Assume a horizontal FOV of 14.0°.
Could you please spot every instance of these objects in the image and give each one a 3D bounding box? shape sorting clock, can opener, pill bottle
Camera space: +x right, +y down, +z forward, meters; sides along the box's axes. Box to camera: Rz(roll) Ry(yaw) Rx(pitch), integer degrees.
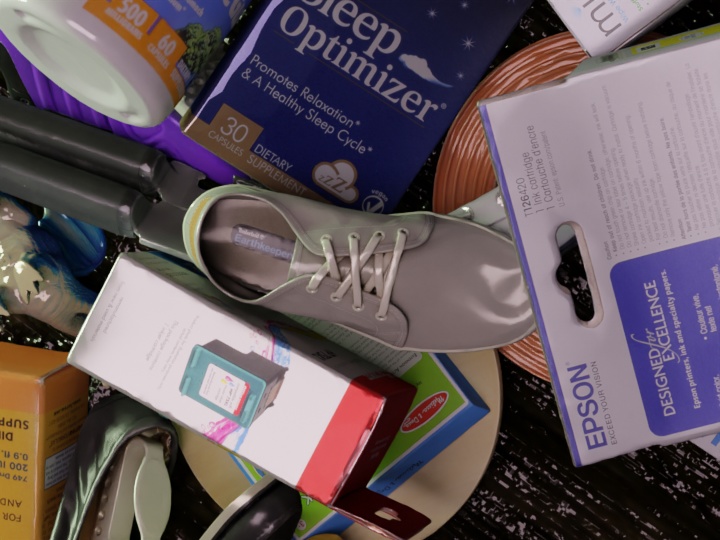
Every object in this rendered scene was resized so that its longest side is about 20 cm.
[{"bbox_3d":[-0.016,0.063,1.633,0.200,0.039,0.200,3,98,22],"label":"shape sorting clock"},{"bbox_3d":[-0.126,-0.036,1.601,0.200,0.067,0.053,20,64,14],"label":"can opener"},{"bbox_3d":[-0.094,-0.184,1.538,0.112,0.112,0.200,32,75,9],"label":"pill bottle"}]

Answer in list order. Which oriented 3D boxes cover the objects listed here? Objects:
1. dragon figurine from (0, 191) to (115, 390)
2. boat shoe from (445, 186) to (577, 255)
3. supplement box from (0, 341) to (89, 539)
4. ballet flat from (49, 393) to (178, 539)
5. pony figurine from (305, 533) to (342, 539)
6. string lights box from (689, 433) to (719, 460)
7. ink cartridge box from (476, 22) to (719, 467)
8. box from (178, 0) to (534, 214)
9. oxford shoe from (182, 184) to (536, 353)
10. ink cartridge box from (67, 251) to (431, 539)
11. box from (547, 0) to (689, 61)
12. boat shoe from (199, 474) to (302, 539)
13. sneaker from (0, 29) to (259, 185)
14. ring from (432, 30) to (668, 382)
[{"bbox_3d":[-0.185,-0.012,1.661,0.059,0.099,0.200,-45,67,21],"label":"dragon figurine"},{"bbox_3d":[0.101,-0.046,1.540,0.200,0.074,0.065,-35,83,13],"label":"boat shoe"},{"bbox_3d":[-0.201,0.146,1.693,0.066,0.069,0.200,7,105,18],"label":"supplement box"},{"bbox_3d":[-0.147,0.167,1.650,0.068,0.068,0.200,10,87,51],"label":"ballet flat"},{"bbox_3d":[0.056,0.243,1.593,0.193,0.167,0.200,-2,120,44],"label":"pony figurine"},{"bbox_3d":[0.224,0.001,1.519,0.103,0.059,0.200,32,102,-4],"label":"string lights box"},{"bbox_3d":[0.178,-0.021,1.465,0.200,0.047,0.198,-14,103,7],"label":"ink cartridge box"},{"bbox_3d":[0.008,-0.126,1.558,0.121,0.032,0.200,32,97,-12],"label":"box"},{"bbox_3d":[0.000,0.000,1.515,0.200,0.058,0.075,13,95,9],"label":"oxford shoe"},{"bbox_3d":[-0.043,0.065,1.548,0.200,0.116,0.067,28,95,7],"label":"ink cartridge box"},{"bbox_3d":[0.134,-0.235,1.491,0.176,0.097,0.200,-38,88,14],"label":"box"},{"bbox_3d":[-0.066,0.182,1.623,0.063,0.074,0.202,44,139,18],"label":"boat shoe"},{"bbox_3d":[-0.140,-0.100,1.631,0.200,0.070,0.100,40,122,3],"label":"sneaker"},{"bbox_3d":[0.136,-0.032,1.580,0.200,0.019,0.201,4,102,17],"label":"ring"}]
